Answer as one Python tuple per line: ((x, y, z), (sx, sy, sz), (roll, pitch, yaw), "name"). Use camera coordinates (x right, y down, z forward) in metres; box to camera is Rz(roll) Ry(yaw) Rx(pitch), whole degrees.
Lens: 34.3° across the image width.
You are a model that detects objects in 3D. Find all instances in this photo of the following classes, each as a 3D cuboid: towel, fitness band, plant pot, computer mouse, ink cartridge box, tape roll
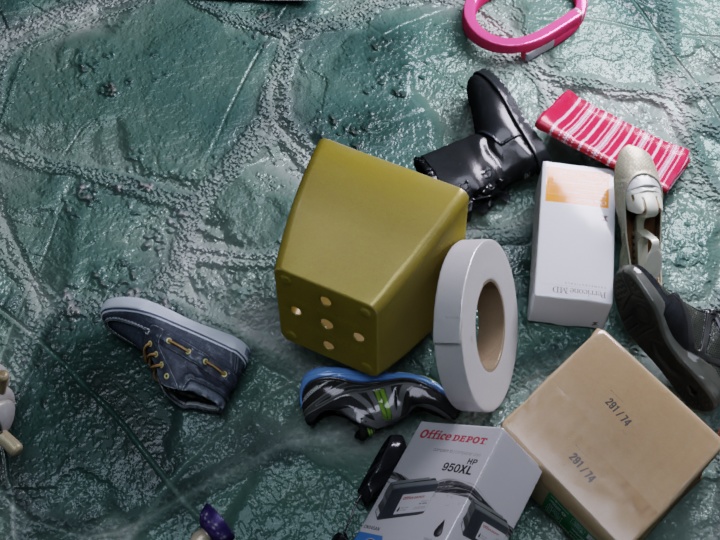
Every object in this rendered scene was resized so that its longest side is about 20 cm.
((0.340, -0.175, 1.567), (0.198, 0.023, 0.144), (30, 34, 15), "towel")
((0.242, -0.386, 1.716), (0.198, 0.038, 0.144), (-31, 65, -17), "fitness band")
((0.000, 0.000, 1.385), (0.197, 0.202, 0.177), (21, 54, 17), "plant pot")
((0.005, 0.276, 1.339), (0.034, 0.059, 0.202), (32, 66, -2), "computer mouse")
((0.088, 0.272, 1.282), (0.143, 0.084, 0.201), (-4, 46, 52), "ink cartridge box")
((0.138, 0.065, 1.372), (0.036, 0.203, 0.206), (0, 58, 26), "tape roll")

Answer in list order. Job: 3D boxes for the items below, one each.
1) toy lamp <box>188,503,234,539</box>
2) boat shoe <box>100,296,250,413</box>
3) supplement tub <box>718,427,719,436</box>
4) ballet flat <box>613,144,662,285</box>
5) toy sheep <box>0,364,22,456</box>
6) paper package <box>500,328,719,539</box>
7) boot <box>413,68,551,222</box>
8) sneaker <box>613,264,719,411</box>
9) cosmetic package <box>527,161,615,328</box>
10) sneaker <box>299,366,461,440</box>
((-0.229, 0.347, 1.298), (0.199, 0.059, 0.058), (-40, 68, -19), "toy lamp")
((-0.240, 0.103, 1.424), (0.197, 0.071, 0.092), (18, 58, 8), "boat shoe")
((0.523, 0.175, 1.353), (0.197, 0.123, 0.123), (-25, 63, -14), "supplement tub")
((0.358, -0.057, 1.463), (0.066, 0.062, 0.204), (-7, 98, -14), "ballet flat")
((-0.470, 0.146, 1.369), (0.138, 0.138, 0.200), (-41, 75, -20), "toy sheep")
((0.281, 0.206, 1.348), (0.190, 0.104, 0.200), (-39, 68, -18), "paper package")
((0.147, -0.169, 1.580), (0.161, 0.074, 0.200), (-27, 61, -7), "boot")
((0.395, 0.061, 1.428), (0.114, 0.076, 0.200), (-38, 87, -27), "sneaker")
((0.272, -0.034, 1.500), (0.099, 0.072, 0.203), (6, 61, 3), "cosmetic package")
((0.024, 0.164, 1.398), (0.196, 0.071, 0.084), (3, 71, 5), "sneaker")
